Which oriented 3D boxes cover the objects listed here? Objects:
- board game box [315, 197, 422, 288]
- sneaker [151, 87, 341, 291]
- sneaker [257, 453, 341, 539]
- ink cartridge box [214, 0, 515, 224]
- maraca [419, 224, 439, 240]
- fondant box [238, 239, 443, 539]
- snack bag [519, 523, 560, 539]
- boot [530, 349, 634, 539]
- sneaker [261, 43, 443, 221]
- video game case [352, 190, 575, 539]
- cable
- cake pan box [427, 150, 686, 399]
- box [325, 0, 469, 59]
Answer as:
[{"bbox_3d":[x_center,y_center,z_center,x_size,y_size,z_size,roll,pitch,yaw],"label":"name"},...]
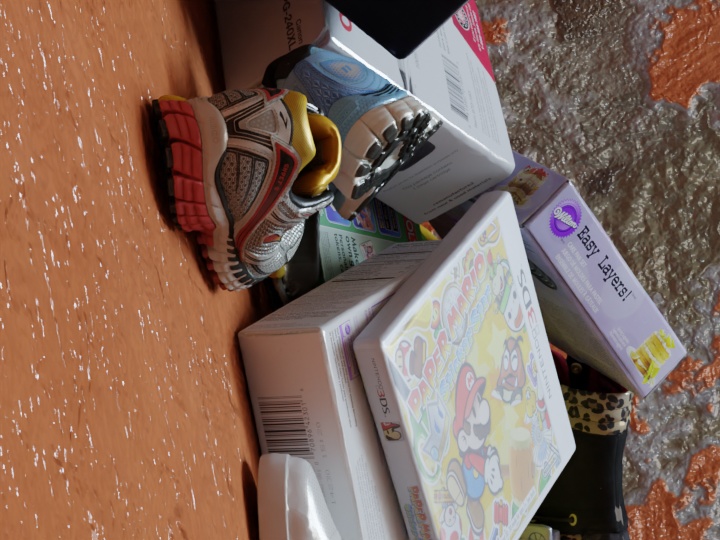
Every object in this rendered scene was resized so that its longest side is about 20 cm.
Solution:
[{"bbox_3d":[0.000,0.000,1.337,0.134,0.029,0.202,13,63,-57],"label":"board game box"},{"bbox_3d":[-0.045,-0.040,1.049,0.200,0.081,0.079,61,18,-80],"label":"sneaker"},{"bbox_3d":[0.013,0.186,1.093,0.074,0.114,0.202,-2,81,-83],"label":"sneaker"},{"bbox_3d":[-0.001,-0.140,1.309,0.199,0.083,0.146,31,40,-46],"label":"ink cartridge box"},{"bbox_3d":[0.035,0.046,1.557,0.201,0.106,0.137,63,-34,25],"label":"maraca"},{"bbox_3d":[0.014,0.076,1.222,0.200,0.058,0.146,-29,111,-58],"label":"fondant box"},{"bbox_3d":[0.078,0.259,1.531,0.199,0.021,0.191,9,-73,51],"label":"snack bag"},{"bbox_3d":[0.128,0.130,1.508,0.200,0.073,0.152,29,-58,56],"label":"boot"},{"bbox_3d":[-0.010,-0.088,1.161,0.090,0.078,0.200,44,-4,4],"label":"sneaker"},{"bbox_3d":[0.067,0.076,1.236,0.200,0.023,0.183,-47,126,-53],"label":"video game case"},{"bbox_3d":[-0.052,0.018,1.247,0.097,0.050,0.202,-144,-126,-72],"label":"cable"},{"bbox_3d":[0.111,-0.016,1.433,0.200,0.052,0.185,32,-17,54],"label":"cake pan box"},{"bbox_3d":[-0.012,-0.263,1.178,0.200,0.123,0.199,36,27,-28],"label":"box"}]
